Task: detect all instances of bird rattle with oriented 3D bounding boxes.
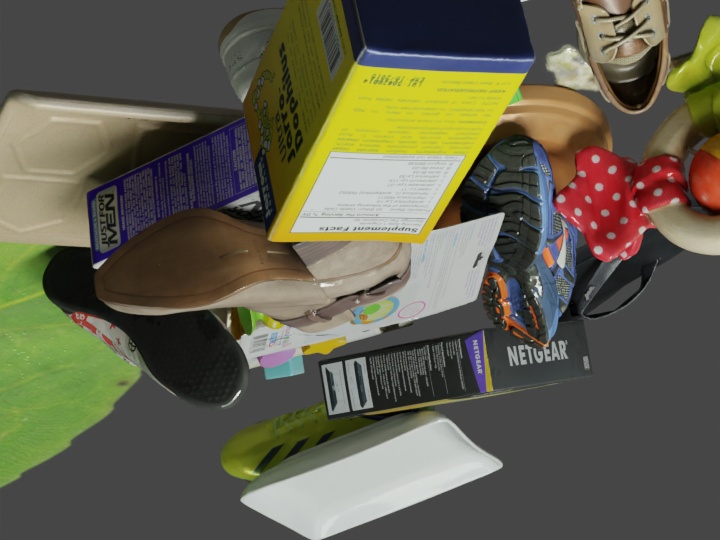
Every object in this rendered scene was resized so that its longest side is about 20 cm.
[{"bbox_3d":[0.247,-0.079,1.534,0.200,0.163,0.113,-46,139,-10],"label":"bird rattle"}]

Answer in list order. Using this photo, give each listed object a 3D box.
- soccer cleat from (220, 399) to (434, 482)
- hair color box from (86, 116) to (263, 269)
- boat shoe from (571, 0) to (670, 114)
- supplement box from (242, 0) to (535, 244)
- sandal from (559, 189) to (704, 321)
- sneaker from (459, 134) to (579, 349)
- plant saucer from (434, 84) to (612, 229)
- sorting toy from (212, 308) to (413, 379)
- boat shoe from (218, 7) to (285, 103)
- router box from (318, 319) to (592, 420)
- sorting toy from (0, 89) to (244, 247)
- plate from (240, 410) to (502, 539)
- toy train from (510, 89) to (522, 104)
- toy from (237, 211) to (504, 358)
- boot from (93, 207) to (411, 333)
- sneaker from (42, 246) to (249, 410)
[{"bbox_3d":[-0.031,0.137,1.909,0.198,0.065,0.084,-12,140,-7],"label":"soccer cleat"},{"bbox_3d":[-0.083,-0.048,1.472,0.199,0.065,0.109,-21,155,35],"label":"hair color box"},{"bbox_3d":[0.180,-0.178,1.447,0.075,0.072,0.200,-18,150,7],"label":"boat shoe"},{"bbox_3d":[0.011,-0.114,1.281,0.108,0.110,0.200,1,148,-21],"label":"supplement box"},{"bbox_3d":[0.219,-0.001,1.792,0.076,0.043,0.200,15,139,-40],"label":"sandal"},{"bbox_3d":[0.127,-0.033,1.610,0.075,0.079,0.201,23,146,24],"label":"sneaker"},{"bbox_3d":[0.101,-0.070,1.633,0.198,0.038,0.201,-10,149,-6],"label":"plant saucer"},{"bbox_3d":[-0.034,0.022,1.662,0.179,0.108,0.200,-5,149,-17],"label":"sorting toy"},{"bbox_3d":[0.005,-0.139,1.441,0.198,0.070,0.071,-8,148,-12],"label":"boat shoe"},{"bbox_3d":[0.082,0.082,1.767,0.156,0.053,0.200,-13,175,30],"label":"router box"},{"bbox_3d":[-0.188,-0.073,1.514,0.184,0.037,0.200,3,151,-27],"label":"sorting toy"},{"bbox_3d":[0.011,0.178,1.895,0.198,0.033,0.200,-23,156,12],"label":"plate"},{"bbox_3d":[0.023,-0.113,1.527,0.198,0.042,0.056,-18,161,7],"label":"toy train"},{"bbox_3d":[0.000,0.000,1.564,0.199,0.047,0.115,-17,151,-21],"label":"toy"},{"bbox_3d":[-0.063,0.008,1.438,0.198,0.071,0.146,-14,157,13],"label":"boot"},{"bbox_3d":[-0.144,0.053,1.612,0.068,0.201,0.108,-57,152,-5],"label":"sneaker"}]
